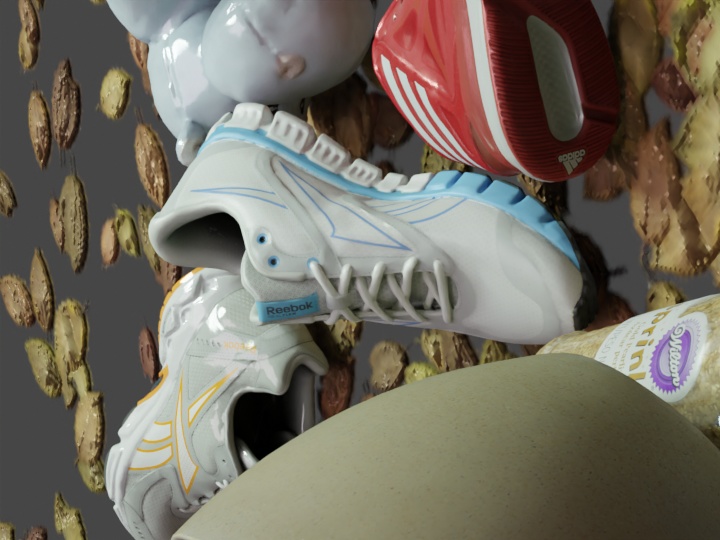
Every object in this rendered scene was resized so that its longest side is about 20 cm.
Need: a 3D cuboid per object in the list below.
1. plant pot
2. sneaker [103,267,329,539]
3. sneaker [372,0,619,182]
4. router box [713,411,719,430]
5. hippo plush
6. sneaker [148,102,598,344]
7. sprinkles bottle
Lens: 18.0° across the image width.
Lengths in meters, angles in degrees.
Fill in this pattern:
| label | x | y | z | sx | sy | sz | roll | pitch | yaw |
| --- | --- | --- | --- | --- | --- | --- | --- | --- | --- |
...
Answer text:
| label | x | y | z | sx | sy | sz | roll | pitch | yaw |
| --- | --- | --- | --- | --- | --- | --- | --- | --- | --- |
| plant pot | 0.056 | 0.107 | 0.741 | 0.200 | 0.134 | 0.200 | 40 | 165 | 13 |
| sneaker | -0.070 | 0.090 | 1.140 | 0.092 | 0.076 | 0.200 | 50 | 140 | 34 |
| sneaker | 0.033 | -0.133 | 0.892 | 0.115 | 0.078 | 0.201 | 2 | 100 | 58 |
| router box | 0.200 | -0.010 | 0.586 | 0.157 | 0.052 | 0.200 | 32 | 98 | 51 |
| hippo plush | -0.086 | -0.124 | 1.013 | 0.200 | 0.159 | 0.161 | -33 | 81 | 38 |
| sneaker | 0.000 | 0.000 | 0.925 | 0.200 | 0.087 | 0.075 | 17 | 137 | 30 |
| sprinkles bottle | 0.132 | 0.040 | 0.783 | 0.200 | 0.068 | 0.068 | -21 | 80 | 60 |
